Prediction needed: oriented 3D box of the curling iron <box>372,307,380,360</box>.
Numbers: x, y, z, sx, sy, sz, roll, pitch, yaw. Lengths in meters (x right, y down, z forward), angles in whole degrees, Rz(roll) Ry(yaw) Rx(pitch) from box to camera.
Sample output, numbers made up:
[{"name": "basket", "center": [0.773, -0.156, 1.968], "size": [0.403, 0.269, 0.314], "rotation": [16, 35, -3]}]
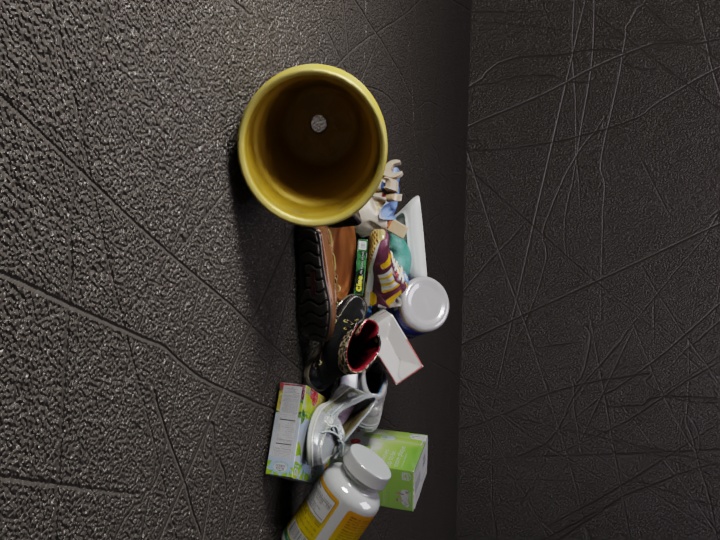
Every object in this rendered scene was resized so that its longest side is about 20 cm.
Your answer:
[{"name": "curling iron", "center": [0.038, 0.135, 1.552], "size": [0.050, 0.025, 0.205], "rotation": [-71, 161, -69]}]

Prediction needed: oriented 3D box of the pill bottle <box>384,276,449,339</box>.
[{"name": "pill bottle", "center": [0.107, 0.090, 1.579], "size": [0.200, 0.113, 0.119], "rotation": [146, -46, -67]}]

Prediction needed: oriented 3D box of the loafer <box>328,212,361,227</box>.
[{"name": "loafer", "center": [-0.050, -0.131, 1.200], "size": [0.200, 0.071, 0.073], "rotation": [41, 49, -61]}]

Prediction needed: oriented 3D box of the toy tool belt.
[{"name": "toy tool belt", "center": [0.049, -0.169, 1.493], "size": [0.125, 0.120, 0.206], "rotation": [27, 67, -73]}]

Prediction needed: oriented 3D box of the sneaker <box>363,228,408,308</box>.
[{"name": "sneaker", "center": [0.055, -0.004, 1.409], "size": [0.202, 0.088, 0.076], "rotation": [98, -3, -50]}]

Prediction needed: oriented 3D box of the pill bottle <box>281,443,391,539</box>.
[{"name": "pill bottle", "center": [-0.037, 0.394, 1.184], "size": [0.202, 0.112, 0.113], "rotation": [-57, 167, 9]}]

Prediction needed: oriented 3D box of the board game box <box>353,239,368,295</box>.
[{"name": "board game box", "center": [0.000, 0.000, 1.447], "size": [0.200, 0.023, 0.108], "rotation": [94, 3, -85]}]

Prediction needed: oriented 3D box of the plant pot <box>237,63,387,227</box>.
[{"name": "plant pot", "center": [-0.062, -0.187, 0.995], "size": [0.190, 0.195, 0.206], "rotation": [-91, 179, -68]}]

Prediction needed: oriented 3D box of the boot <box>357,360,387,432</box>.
[{"name": "boot", "center": [0.027, 0.213, 1.395], "size": [0.201, 0.072, 0.097], "rotation": [-86, -170, -60]}]

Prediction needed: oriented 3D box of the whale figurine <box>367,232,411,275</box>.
[{"name": "whale figurine", "center": [0.064, -0.028, 1.605], "size": [0.200, 0.101, 0.164], "rotation": [-68, 162, -79]}]

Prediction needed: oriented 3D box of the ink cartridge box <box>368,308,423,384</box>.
[{"name": "ink cartridge box", "center": [0.054, 0.145, 1.414], "size": [0.118, 0.067, 0.200], "rotation": [58, -3, -3]}]

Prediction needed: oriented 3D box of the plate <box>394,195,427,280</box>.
[{"name": "plate", "center": [0.095, -0.047, 1.669], "size": [0.199, 0.032, 0.205], "rotation": [144, -55, -65]}]

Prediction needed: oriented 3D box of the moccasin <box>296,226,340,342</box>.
[{"name": "moccasin", "center": [-0.070, 0.019, 1.212], "size": [0.077, 0.072, 0.207], "rotation": [-24, 108, -63]}]

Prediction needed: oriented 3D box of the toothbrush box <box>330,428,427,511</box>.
[{"name": "toothbrush box", "center": [0.023, 0.377, 1.386], "size": [0.146, 0.195, 0.088], "rotation": [-40, 131, -68]}]

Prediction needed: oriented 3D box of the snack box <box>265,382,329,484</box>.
[{"name": "snack box", "center": [-0.095, 0.280, 1.202], "size": [0.200, 0.052, 0.146], "rotation": [55, 42, -67]}]

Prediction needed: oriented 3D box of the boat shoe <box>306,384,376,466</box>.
[{"name": "boat shoe", "center": [-0.034, 0.255, 1.189], "size": [0.202, 0.063, 0.076], "rotation": [-39, 130, -63]}]

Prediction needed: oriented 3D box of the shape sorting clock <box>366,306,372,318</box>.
[{"name": "shape sorting clock", "center": [0.008, 0.146, 1.570], "size": [0.200, 0.038, 0.206], "rotation": [2, 90, -81]}]

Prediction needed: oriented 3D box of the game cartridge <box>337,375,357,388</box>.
[{"name": "game cartridge", "center": [-0.025, 0.213, 1.373], "size": [0.134, 0.040, 0.204], "rotation": [108, -11, -57]}]

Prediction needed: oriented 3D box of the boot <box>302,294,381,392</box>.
[{"name": "boot", "center": [-0.015, 0.114, 1.245], "size": [0.150, 0.073, 0.202], "rotation": [-30, -156, 55]}]

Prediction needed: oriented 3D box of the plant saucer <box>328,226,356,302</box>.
[{"name": "plant saucer", "center": [-0.046, -0.026, 1.341], "size": [0.200, 0.036, 0.206], "rotation": [3, 90, -74]}]
